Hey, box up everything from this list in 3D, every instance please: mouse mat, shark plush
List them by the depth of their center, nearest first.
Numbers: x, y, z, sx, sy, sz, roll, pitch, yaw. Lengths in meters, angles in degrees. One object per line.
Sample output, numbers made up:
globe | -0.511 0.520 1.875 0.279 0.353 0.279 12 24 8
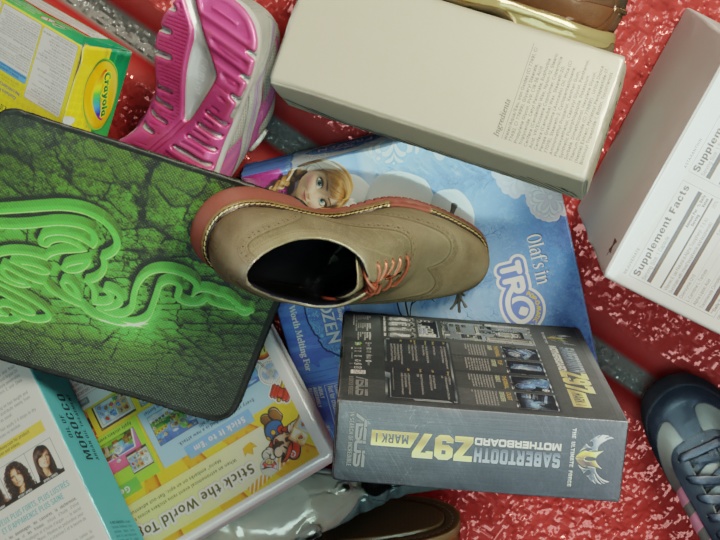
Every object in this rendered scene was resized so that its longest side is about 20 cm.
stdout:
mouse mat | -0.145 0.001 0.938 0.199 0.008 0.162 17 112 -13
shark plush | -0.046 0.149 1.051 0.199 0.083 0.091 -24 77 2

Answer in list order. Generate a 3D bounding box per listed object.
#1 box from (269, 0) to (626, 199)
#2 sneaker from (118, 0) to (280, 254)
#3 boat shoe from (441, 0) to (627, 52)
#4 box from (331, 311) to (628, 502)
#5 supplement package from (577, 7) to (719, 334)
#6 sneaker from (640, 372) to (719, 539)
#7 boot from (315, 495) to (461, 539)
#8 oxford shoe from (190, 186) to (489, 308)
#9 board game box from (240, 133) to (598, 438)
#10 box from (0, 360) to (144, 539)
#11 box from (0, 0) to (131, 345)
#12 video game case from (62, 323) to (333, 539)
box | 0.053 -0.113 0.933 0.199 0.068 0.083 20 86 10
sneaker | -0.099 -0.085 0.968 0.081 0.088 0.201 36 118 10
boat shoe | 0.072 -0.191 0.941 0.199 0.072 0.068 20 101 -10
box | 0.063 0.074 0.908 0.157 0.200 0.051 3 103 -1
supplement package | 0.259 -0.039 0.936 0.199 0.152 0.151 26 106 -6
sneaker | 0.254 0.161 1.036 0.070 0.082 0.201 -31 104 11
boot | -0.001 0.250 1.073 0.199 0.077 0.156 -21 104 11
oxford shoe | 0.000 0.000 0.921 0.199 0.075 0.071 2 117 -29
board game box | 0.043 0.006 1.014 0.198 0.043 0.201 -14 107 5
box | -0.211 0.128 0.996 0.082 0.049 0.201 -31 76 11
box | -0.220 -0.065 0.970 0.117 0.048 0.201 32 109 32
video game case | -0.138 0.091 1.017 0.199 0.023 0.183 -31 76 11
